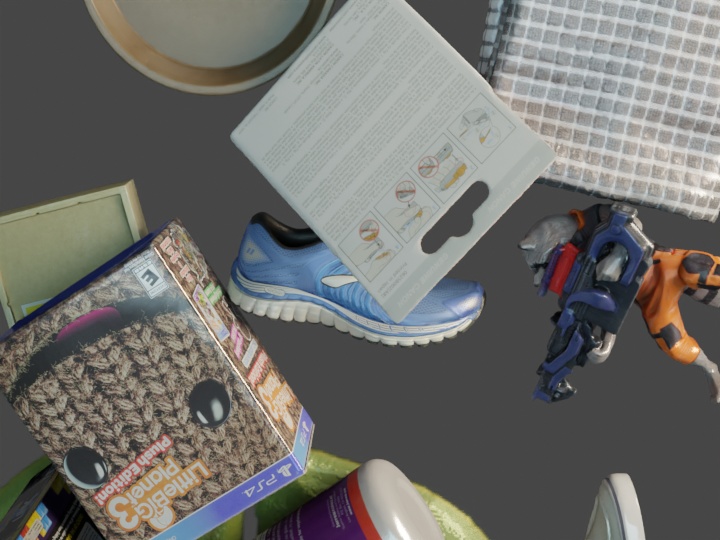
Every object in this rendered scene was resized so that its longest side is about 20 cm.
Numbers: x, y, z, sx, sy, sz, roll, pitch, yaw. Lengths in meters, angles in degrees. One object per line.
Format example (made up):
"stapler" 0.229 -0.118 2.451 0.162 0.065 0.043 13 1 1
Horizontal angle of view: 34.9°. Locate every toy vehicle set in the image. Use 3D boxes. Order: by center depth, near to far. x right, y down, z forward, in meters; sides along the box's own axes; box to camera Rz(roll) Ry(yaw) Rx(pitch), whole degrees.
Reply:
"toy vehicle set" -0.215 0.041 0.914 0.122 0.027 0.203 -12 103 4

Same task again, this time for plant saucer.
"plant saucer" -0.111 -0.232 0.844 0.197 0.029 0.203 1 103 2

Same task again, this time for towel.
"towel" 0.181 -0.134 0.828 0.197 0.086 0.168 12 103 -1

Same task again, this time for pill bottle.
"pill bottle" -0.034 0.247 0.914 0.199 0.113 0.113 -36 100 10

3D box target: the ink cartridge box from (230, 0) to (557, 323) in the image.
"ink cartridge box" 0.022 -0.086 0.818 0.163 0.057 0.200 -46 72 9

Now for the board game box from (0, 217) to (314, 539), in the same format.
"board game box" -0.154 0.093 0.861 0.158 0.097 0.201 -32 101 9

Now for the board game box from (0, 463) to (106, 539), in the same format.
"board game box" -0.208 0.245 0.875 0.056 0.200 0.166 -34 100 8

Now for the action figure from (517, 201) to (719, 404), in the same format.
"action figure" 0.205 0.023 0.881 0.192 0.105 0.201 27 133 1

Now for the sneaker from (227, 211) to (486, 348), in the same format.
"sneaker" 0.000 0.000 0.871 0.197 0.079 0.090 10 106 0

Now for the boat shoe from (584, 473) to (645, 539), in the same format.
"boat shoe" 0.194 0.262 0.935 0.069 0.071 0.203 -4 110 0
